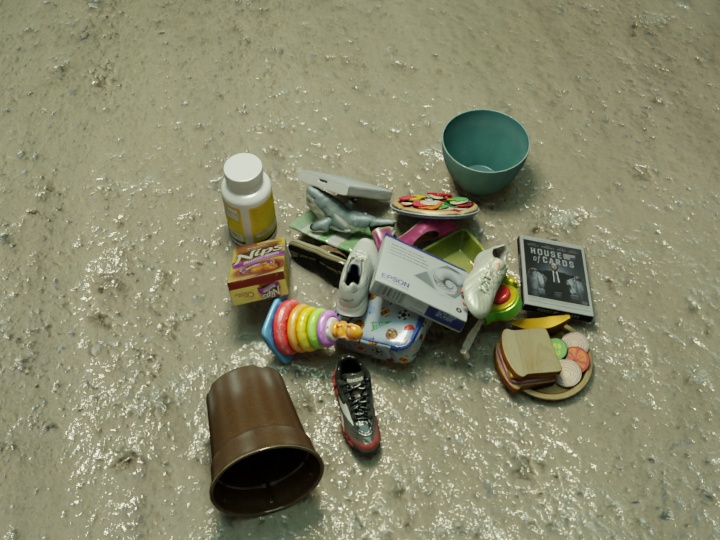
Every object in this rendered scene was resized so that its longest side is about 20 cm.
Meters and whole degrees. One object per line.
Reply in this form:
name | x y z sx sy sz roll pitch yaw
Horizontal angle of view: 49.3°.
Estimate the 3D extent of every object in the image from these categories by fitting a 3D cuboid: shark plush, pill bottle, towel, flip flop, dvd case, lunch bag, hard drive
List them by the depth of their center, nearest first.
lunch bag | 0.041 0.091 1.568 0.197 0.076 0.162 14 60 26
dvd case | 0.407 0.013 1.651 0.148 0.025 0.202 10 48 -4
shark plush | -0.027 -0.119 1.670 0.198 0.084 0.091 21 33 17
flip flop | -0.065 -0.021 1.678 0.198 0.082 0.058 25 51 24
pill bottle | -0.242 -0.152 1.692 0.109 0.201 0.113 0 53 0
towel | -0.035 -0.092 1.725 0.198 0.024 0.152 24 34 17
hard drive | -0.031 -0.187 1.732 0.130 0.027 0.199 21 11 28

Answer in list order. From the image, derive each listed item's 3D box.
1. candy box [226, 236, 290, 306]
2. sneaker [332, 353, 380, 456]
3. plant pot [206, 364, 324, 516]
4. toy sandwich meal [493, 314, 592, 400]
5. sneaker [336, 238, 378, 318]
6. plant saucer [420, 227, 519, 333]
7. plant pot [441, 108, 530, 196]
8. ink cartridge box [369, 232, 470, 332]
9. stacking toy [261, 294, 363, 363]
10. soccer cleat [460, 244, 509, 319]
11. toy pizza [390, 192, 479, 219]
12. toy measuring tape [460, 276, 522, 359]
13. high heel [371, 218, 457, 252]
candy box | -0.205 -0.002 1.608 0.115 0.057 0.200 -12 21 0
sneaker | -0.008 0.243 1.464 0.070 0.099 0.203 -9 55 -9
plant pot | -0.183 0.291 1.383 0.197 0.202 0.200 -14 46 -10
toy sandwich meal | 0.361 0.161 1.539 0.201 0.071 0.208 0 53 0
sneaker | 0.000 0.000 1.549 0.073 0.088 0.202 6 43 7
plant saucer | 0.198 0.028 1.652 0.198 0.048 0.201 -28 59 -19
plant pot | 0.280 -0.252 1.804 0.196 0.136 0.202 0 53 0
ink cartridge box | 0.125 0.008 1.543 0.197 0.041 0.201 24 38 -6
stacking toy | -0.081 0.112 1.511 0.197 0.117 0.111 -1 51 31
soccer cleat | 0.245 0.015 1.522 0.069 0.077 0.201 43 36 -14
toy pizza | 0.163 -0.147 1.724 0.197 0.032 0.200 2 15 -1
toy measuring tape | 0.267 0.093 1.542 0.073 0.074 0.201 25 64 18
high heel | 0.124 -0.055 1.662 0.197 0.068 0.097 -8 65 -21
